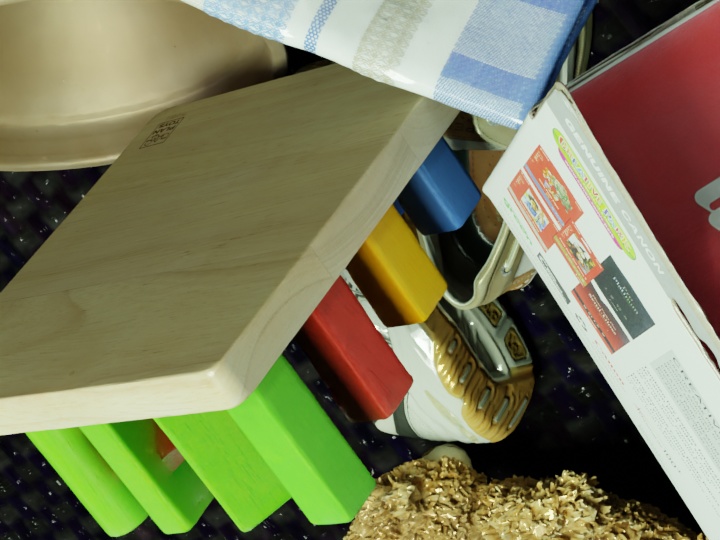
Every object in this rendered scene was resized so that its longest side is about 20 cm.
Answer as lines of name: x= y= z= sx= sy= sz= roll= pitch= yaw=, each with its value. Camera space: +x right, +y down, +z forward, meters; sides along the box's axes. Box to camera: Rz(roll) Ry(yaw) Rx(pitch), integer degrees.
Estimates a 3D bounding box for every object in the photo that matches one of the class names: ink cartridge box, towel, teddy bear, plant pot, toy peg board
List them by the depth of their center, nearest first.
ink cartridge box: x=0.137 y=0.017 z=0.776 sx=0.201 sy=0.084 sz=0.176 roll=58 pitch=173 yaw=5
towel: x=0.007 y=-0.150 z=0.873 sx=0.199 sy=0.147 sz=0.024 roll=24 pitch=166 yaw=17
toy peg board: x=-0.046 y=0.017 z=0.908 sx=0.199 sy=0.199 sz=0.098 roll=-9 pitch=125 yaw=45
plant pot: x=-0.134 y=-0.121 z=0.993 sx=0.200 sy=0.200 sz=0.093 roll=-24 pitch=66 yaw=44
teddy bear: x=0.094 y=0.123 z=1.048 sx=0.199 sy=0.145 sz=0.067 roll=5 pitch=81 yaw=28

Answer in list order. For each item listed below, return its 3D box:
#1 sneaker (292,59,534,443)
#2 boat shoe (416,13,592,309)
sneaker: x=0.000 y=0.000 z=1.035 sx=0.087 sy=0.076 sz=0.201 roll=-8 pitch=116 yaw=42
boat shoe: x=0.053 y=-0.074 z=0.944 sx=0.074 sy=0.068 sz=0.201 roll=10 pitch=128 yaw=28
